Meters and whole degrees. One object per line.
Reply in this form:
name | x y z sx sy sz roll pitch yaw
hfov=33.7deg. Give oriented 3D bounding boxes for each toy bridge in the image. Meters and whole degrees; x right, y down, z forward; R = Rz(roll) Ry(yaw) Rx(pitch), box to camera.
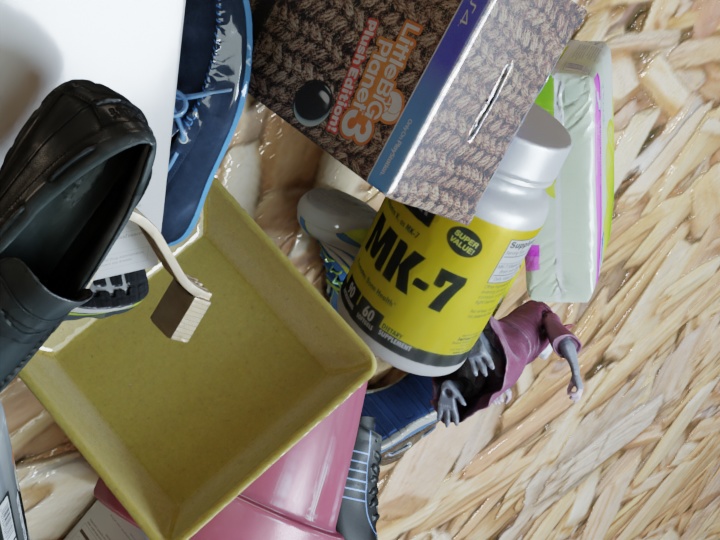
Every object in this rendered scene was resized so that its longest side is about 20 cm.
toy bridge | -0.156 -0.013 0.666 0.199 0.027 0.068 24 102 -50

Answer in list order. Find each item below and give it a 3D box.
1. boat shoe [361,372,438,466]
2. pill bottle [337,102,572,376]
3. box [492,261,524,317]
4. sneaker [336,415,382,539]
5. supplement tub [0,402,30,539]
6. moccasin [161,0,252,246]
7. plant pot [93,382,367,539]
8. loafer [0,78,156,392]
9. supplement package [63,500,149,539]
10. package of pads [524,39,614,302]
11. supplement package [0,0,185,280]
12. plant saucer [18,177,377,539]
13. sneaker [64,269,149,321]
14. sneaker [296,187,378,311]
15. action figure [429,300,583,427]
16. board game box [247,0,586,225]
boat shoe | 0.016 0.159 1.158 0.198 0.072 0.073 -16 141 -32
pill bottle | 0.069 -0.032 0.883 0.113 0.114 0.201 -4 130 -45
box | 0.103 -0.006 1.137 0.117 0.048 0.201 14 111 -51
sneaker | -0.009 0.180 1.050 0.077 0.202 0.070 -21 174 -1
supplement tub | -0.288 0.171 0.798 0.122 0.122 0.202 -25 136 -31
moccasin | -0.125 -0.099 0.788 0.068 0.080 0.202 -4 122 -40
plant pot | -0.085 0.137 0.948 0.200 0.198 0.181 36 77 -53
loafer | -0.168 0.001 0.589 0.068 0.070 0.202 25 100 -48
supplement package | -0.199 0.324 0.995 0.200 0.150 0.152 -49 144 -3
package of pads | 0.185 -0.093 1.048 0.155 0.067 0.203 -51 141 -63
supplement package | -0.185 -0.105 0.683 0.120 0.120 0.202 -14 129 -37
plant saucer | -0.122 0.065 0.853 0.199 0.200 0.049 -39 167 -16
sneaker | -0.232 0.013 0.772 0.198 0.075 0.081 -4 157 -37
sneaker | 0.000 0.000 1.007 0.199 0.076 0.106 17 107 -53
action figure | 0.136 0.069 1.147 0.199 0.133 0.150 -28 97 -47
board game box | 0.019 -0.154 0.796 0.096 0.200 0.161 14 109 -51
